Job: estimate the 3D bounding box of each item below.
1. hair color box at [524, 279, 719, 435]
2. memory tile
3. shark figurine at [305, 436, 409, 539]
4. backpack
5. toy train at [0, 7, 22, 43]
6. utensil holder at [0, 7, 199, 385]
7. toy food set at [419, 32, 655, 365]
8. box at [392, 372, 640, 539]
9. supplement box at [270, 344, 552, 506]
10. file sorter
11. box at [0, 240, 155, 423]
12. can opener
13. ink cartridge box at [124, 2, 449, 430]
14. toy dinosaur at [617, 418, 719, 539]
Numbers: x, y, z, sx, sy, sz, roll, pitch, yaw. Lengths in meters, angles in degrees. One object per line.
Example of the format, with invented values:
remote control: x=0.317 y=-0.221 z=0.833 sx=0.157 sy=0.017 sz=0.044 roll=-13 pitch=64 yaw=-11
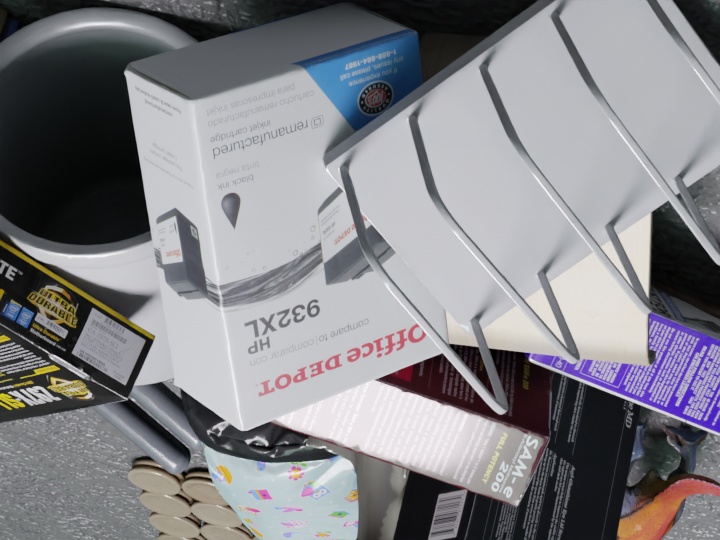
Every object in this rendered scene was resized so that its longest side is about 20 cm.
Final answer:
hair color box: x=0.199 y=0.051 z=1.382 sx=0.200 sy=0.065 sz=0.109 roll=23 pitch=-168 yaw=-12
memory tile: x=-0.126 y=0.229 z=1.990 sx=0.153 sy=0.017 sz=0.200 roll=10 pitch=151 yaw=11
shark figurine: x=-0.001 y=0.142 z=1.499 sx=0.089 sy=0.215 sz=0.128 roll=10 pitch=164 yaw=14
backpack: x=-0.045 y=0.130 z=1.643 sx=0.167 sy=0.127 sz=0.200 roll=4 pitch=154 yaw=15
toy train: x=-0.214 y=-0.103 z=1.397 sx=0.046 sy=0.034 sz=0.200 roll=6 pitch=152 yaw=12
utensil holder: x=-0.151 y=-0.040 z=1.344 sx=0.170 sy=0.170 sz=0.200 roll=12 pitch=155 yaw=8
toy food set: x=0.104 y=-0.037 z=1.258 sx=0.143 sy=0.060 sz=0.200 roll=7 pitch=122 yaw=16
box: x=0.111 y=0.131 z=1.479 sx=0.141 sy=0.200 sz=0.079 roll=34 pitch=146 yaw=-31
supplement box: x=0.018 y=0.066 z=1.353 sx=0.200 sy=0.109 sz=0.061 roll=19 pitch=119 yaw=-3
file sorter: x=0.105 y=-0.042 z=1.119 sx=0.200 sy=0.125 sz=0.139 roll=-35 pitch=117 yaw=12
box: x=-0.243 y=0.032 z=1.306 sx=0.160 sy=0.049 sz=0.200 roll=32 pitch=155 yaw=-27
can opener: x=-0.198 y=0.073 z=1.659 sx=0.200 sy=0.053 sz=0.066 roll=41 pitch=-170 yaw=-1
ink cartridge box: x=-0.037 y=-0.032 z=1.212 sx=0.084 sy=0.145 sz=0.200 roll=30 pitch=133 yaw=52
toy dinosaur: x=0.186 y=0.191 z=1.604 sx=0.105 sy=0.200 sz=0.182 roll=10 pitch=109 yaw=-11
